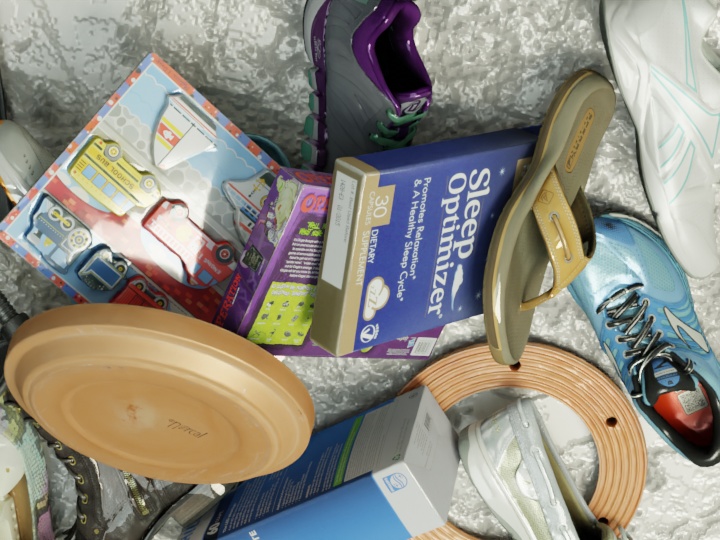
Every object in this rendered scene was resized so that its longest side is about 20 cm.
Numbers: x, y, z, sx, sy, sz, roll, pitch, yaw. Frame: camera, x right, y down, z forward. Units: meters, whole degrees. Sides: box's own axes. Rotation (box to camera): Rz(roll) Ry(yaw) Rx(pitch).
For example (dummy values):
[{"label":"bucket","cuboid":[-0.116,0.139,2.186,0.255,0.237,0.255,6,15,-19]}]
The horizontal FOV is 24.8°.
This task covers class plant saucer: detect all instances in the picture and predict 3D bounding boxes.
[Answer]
[{"label":"plant saucer","cuboid":[-0.129,0.086,1.038,0.199,0.032,0.201,8,149,5]}]

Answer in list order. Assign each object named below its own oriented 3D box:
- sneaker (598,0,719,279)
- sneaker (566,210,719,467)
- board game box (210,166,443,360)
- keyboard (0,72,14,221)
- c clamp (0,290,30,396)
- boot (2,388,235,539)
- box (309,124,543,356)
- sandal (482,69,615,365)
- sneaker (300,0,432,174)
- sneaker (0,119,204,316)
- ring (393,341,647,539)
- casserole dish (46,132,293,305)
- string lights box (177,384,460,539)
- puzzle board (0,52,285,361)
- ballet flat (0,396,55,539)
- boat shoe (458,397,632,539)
[{"label":"sneaker","cuboid":[0.215,-0.089,1.066,0.080,0.070,0.201,-15,110,7]},{"label":"sneaker","cuboid":[0.203,0.048,1.111,0.078,0.090,0.200,-32,104,15]},{"label":"board game box","cuboid":[0.000,0.000,1.060,0.032,0.200,0.120,43,113,35]},{"label":"keyboard","cuboid":[-0.304,-0.120,1.116,0.126,0.021,0.201,-1,111,3]},{"label":"c clamp","cuboid":[-0.272,0.007,1.103,0.200,0.027,0.171,48,132,11]},{"label":"boot","cuboid":[-0.201,0.129,1.163,0.200,0.069,0.174,-39,108,8]},{"label":"box","cuboid":[0.056,-0.024,1.051,0.032,0.199,0.122,27,119,38]},{"label":"sandal","cuboid":[0.130,-0.032,1.058,0.054,0.080,0.201,20,85,27]},{"label":"sneaker","cuboid":[0.010,-0.088,1.060,0.074,0.087,0.201,-21,116,-32]},{"label":"sneaker","cuboid":[-0.158,-0.036,1.076,0.092,0.076,0.200,-45,111,-3]},{"label":"ring","cuboid":[0.109,0.141,1.194,0.199,0.019,0.201,2,113,4]},{"label":"casserole dish","cuboid":[-0.125,-0.033,1.129,0.199,0.039,0.122,-11,111,7]},{"label":"string lights box","cuboid":[-0.032,0.163,1.154,0.199,0.103,0.059,-26,109,23]},{"label":"puzzle board","cuboid":[-0.109,-0.017,1.046,0.200,0.017,0.151,42,89,-21]},{"label":"ballet flat","cuboid":[-0.265,0.172,1.203,0.069,0.071,0.201,-3,112,13]},{"label":"boat shoe","cuboid":[0.149,0.180,1.160,0.065,0.074,0.202,-33,100,21]}]
